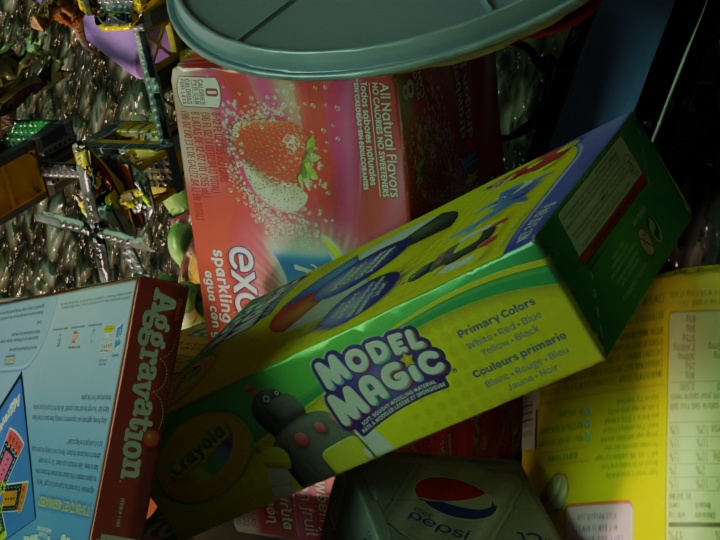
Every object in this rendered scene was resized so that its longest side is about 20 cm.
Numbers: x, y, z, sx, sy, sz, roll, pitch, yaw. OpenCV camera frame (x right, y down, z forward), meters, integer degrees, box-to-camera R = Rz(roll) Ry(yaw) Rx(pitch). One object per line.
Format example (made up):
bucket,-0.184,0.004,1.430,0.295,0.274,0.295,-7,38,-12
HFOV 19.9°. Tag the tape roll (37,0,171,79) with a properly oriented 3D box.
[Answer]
tape roll,-0.073,-0.192,0.999,0.200,0.066,0.200,-52,-2,-2

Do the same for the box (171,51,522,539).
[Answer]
box,0.000,0.000,0.804,0.095,0.100,0.201,5,114,24

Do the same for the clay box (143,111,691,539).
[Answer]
clay box,0.004,0.023,0.685,0.200,0.115,0.048,-25,102,30

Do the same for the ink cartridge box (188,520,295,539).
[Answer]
ink cartridge box,-0.016,0.118,0.841,0.200,0.162,0.050,-9,90,63

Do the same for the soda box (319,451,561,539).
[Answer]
soda box,0.011,0.163,0.706,0.063,0.068,0.200,-117,36,-60

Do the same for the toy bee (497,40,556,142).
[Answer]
toy bee,0.023,-0.153,0.874,0.109,0.131,0.201,-1,-87,-83

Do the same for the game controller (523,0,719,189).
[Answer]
game controller,0.101,-0.072,0.777,0.104,0.042,0.200,55,132,53

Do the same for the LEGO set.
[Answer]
LEGO set,-0.162,-0.075,0.910,0.200,0.116,0.154,11,121,31

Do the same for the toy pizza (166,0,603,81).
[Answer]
toy pizza,0.026,-0.122,0.745,0.200,0.200,0.032,53,168,54

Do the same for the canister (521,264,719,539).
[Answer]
canister,0.108,0.107,0.680,0.148,0.086,0.201,162,112,-64

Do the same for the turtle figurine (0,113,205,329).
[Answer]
turtle figurine,-0.081,-0.038,0.998,0.194,0.200,0.144,-50,4,16

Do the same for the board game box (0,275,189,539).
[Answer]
board game box,-0.105,0.058,0.704,0.200,0.019,0.103,172,110,-68

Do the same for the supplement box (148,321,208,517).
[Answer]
supplement box,-0.061,0.060,0.877,0.066,0.200,0.069,4,98,24
